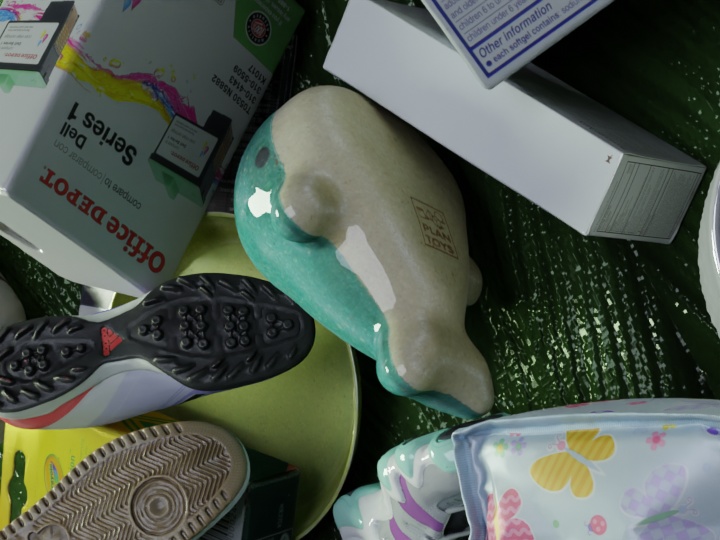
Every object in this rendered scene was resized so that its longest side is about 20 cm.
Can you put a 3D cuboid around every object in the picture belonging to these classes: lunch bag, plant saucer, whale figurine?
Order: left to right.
[{"bbox_3d":[-0.071,0.065,1.243,0.199,0.031,0.202,6,100,37],"label":"plant saucer"},{"bbox_3d":[0.000,0.000,1.114,0.104,0.159,0.201,-39,54,24],"label":"whale figurine"},{"bbox_3d":[0.167,0.120,0.971,0.199,0.169,0.128,-9,83,37],"label":"lunch bag"}]

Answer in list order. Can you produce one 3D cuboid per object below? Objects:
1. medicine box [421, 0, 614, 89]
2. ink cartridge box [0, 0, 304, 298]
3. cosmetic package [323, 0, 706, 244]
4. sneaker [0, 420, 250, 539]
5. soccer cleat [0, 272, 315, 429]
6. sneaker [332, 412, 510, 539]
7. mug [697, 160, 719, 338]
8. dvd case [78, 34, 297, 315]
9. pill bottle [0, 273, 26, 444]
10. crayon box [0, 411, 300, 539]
[{"bbox_3d":[0.079,-0.227,1.030,0.182,0.103,0.200,-34,102,14],"label":"medicine box"},{"bbox_3d":[-0.138,-0.103,1.204,0.084,0.145,0.201,15,74,40],"label":"ink cartridge box"},{"bbox_3d":[0.077,-0.081,1.117,0.200,0.082,0.051,36,108,36],"label":"cosmetic package"},{"bbox_3d":[-0.140,0.154,1.192,0.199,0.108,0.070,-32,71,5],"label":"sneaker"},{"bbox_3d":[-0.118,0.051,1.204,0.198,0.073,0.069,-12,68,9],"label":"soccer cleat"},{"bbox_3d":[0.054,0.159,1.091,0.200,0.077,0.141,123,129,-68],"label":"sneaker"},{"bbox_3d":[0.244,-0.014,0.922,0.198,0.175,0.149,-19,80,3],"label":"mug"},{"bbox_3d":[-0.108,-0.049,1.309,0.148,0.016,0.202,8,91,38],"label":"dvd case"},{"bbox_3d":[-0.289,0.023,1.388,0.200,0.112,0.112,50,116,31],"label":"pill bottle"},{"bbox_3d":[-0.130,0.150,1.251,0.199,0.051,0.128,18,107,35],"label":"crayon box"}]
